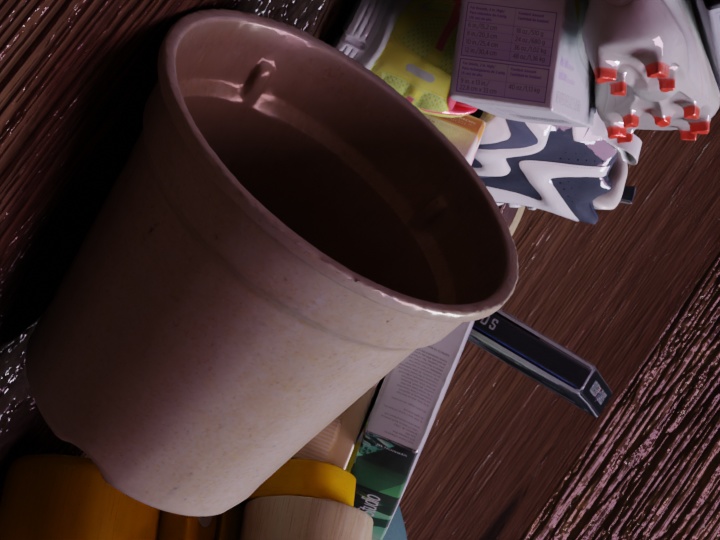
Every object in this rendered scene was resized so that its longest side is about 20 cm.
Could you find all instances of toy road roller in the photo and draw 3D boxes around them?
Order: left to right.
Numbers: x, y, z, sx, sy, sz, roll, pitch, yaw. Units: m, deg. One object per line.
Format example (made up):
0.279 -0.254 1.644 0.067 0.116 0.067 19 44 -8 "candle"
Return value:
-0.107 0.157 1.389 0.146 0.200 0.123 35 56 -53 "toy road roller"

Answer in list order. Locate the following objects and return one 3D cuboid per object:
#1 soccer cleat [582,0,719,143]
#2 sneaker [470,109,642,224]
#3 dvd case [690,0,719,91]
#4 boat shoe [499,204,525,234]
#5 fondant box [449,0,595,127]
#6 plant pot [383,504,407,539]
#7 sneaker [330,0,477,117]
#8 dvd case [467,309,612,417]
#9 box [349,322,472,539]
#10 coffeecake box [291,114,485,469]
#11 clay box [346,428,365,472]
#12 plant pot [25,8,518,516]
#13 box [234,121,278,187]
0.153 -0.119 1.391 0.200 0.069 0.078 44 45 -74 "soccer cleat"
0.101 -0.061 1.638 0.199 0.129 0.080 -41 -151 53 "sneaker"
0.174 -0.174 1.405 0.018 0.143 0.200 -21 165 6 "dvd case"
0.082 -0.091 1.724 0.200 0.072 0.072 -67 160 -9 "boat shoe"
0.099 -0.180 1.386 0.144 0.058 0.200 0 96 -77 "fondant box"
-0.045 0.200 1.697 0.200 0.135 0.200 -32 151 -20 "plant pot"
0.051 -0.122 1.509 0.078 0.090 0.200 -63 167 20 "sneaker"
0.066 0.028 1.678 0.025 0.200 0.150 -58 167 -2 "dvd case"
0.030 0.069 1.501 0.200 0.036 0.144 103 9 -65 "box"
0.000 0.000 1.481 0.200 0.073 0.154 -61 171 -67 "coffeecake box"
-0.043 0.092 1.622 0.200 0.115 0.048 -50 167 -25 "clay box"
-0.059 0.009 1.252 0.184 0.200 0.200 -50 172 26 "plant pot"
-0.096 -0.004 1.360 0.200 0.041 0.039 -60 167 19 "box"
